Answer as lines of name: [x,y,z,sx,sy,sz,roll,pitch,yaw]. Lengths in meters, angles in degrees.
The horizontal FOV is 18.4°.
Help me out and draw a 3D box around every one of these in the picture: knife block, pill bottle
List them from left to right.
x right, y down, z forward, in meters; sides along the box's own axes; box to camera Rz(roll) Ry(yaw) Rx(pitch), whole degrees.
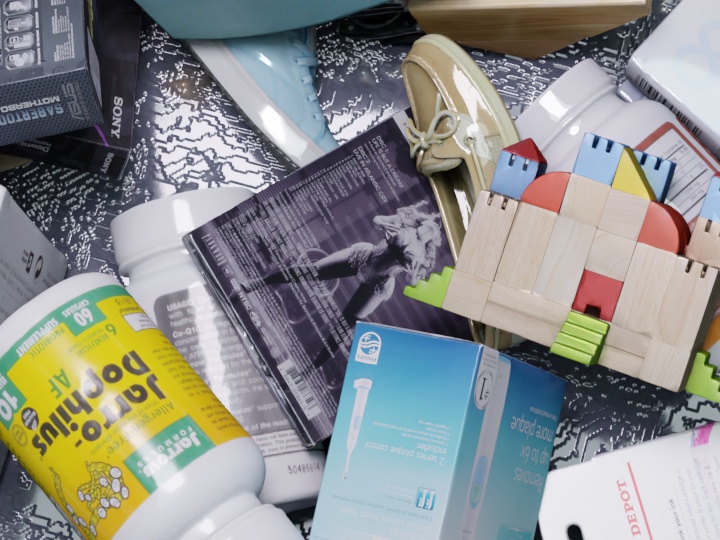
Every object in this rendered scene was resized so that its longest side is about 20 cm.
pill bottle: [-0.126,0.108,1.278,0.113,0.113,0.200,-39,74,-6]
pill bottle: [-0.091,0.056,1.392,0.113,0.114,0.201,-12,80,-2]
knife block: [0.066,-0.189,1.409,0.175,0.200,0.064,9,79,-28]
pill bottle: [0.183,-0.034,1.407,0.112,0.112,0.200,-41,81,-6]

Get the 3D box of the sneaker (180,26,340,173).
sneaker: [-0.052,-0.134,1.446,0.082,0.074,0.200,-39,82,-1]

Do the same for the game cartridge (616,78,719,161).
game cartridge: [0.282,-0.140,1.464,0.200,0.040,0.133,-44,79,-7]

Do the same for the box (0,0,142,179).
box: [-0.238,-0.144,1.409,0.199,0.036,0.143,13,53,-19]

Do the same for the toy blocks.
toy blocks: [0.143,-0.018,1.322,0.199,0.100,0.137,19,96,15]

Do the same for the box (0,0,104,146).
box: [-0.235,-0.154,1.304,0.157,0.051,0.201,-11,48,1]

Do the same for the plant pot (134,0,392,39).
plant pot: [-0.057,-0.233,1.368,0.199,0.141,0.142,-21,50,24]

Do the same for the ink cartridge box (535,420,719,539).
ink cartridge box: [0.212,0.159,1.392,0.199,0.068,0.116,-15,78,-2]

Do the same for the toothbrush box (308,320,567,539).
toothbrush box: [0.041,0.144,1.314,0.085,0.146,0.201,11,83,27]

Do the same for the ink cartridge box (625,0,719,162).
ink cartridge box: [0.293,-0.148,1.424,0.160,0.047,0.200,42,85,8]

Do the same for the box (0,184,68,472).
box: [-0.283,0.046,1.350,0.130,0.199,0.201,15,79,6]

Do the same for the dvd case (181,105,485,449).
dvd case: [0.000,0.000,1.390,0.200,0.016,0.149,-32,92,-35]

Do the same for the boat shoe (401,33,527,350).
boat shoe: [0.067,-0.049,1.399,0.063,0.073,0.201,-24,97,-22]

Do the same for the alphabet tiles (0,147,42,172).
alphabet tiles: [-0.249,-0.136,1.425,0.200,0.006,0.167,-22,69,-35]
